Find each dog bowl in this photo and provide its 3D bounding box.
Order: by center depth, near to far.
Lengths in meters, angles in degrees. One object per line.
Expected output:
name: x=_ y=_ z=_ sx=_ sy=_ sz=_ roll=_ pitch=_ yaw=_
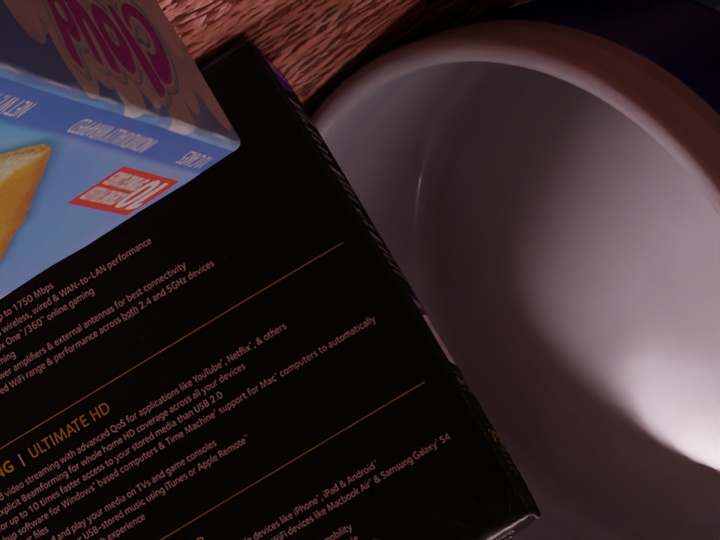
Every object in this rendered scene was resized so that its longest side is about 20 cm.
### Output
dog bowl: x=0.069 y=0.016 z=0.787 sx=0.079 sy=0.201 sz=0.200 roll=-25 pitch=170 yaw=-46

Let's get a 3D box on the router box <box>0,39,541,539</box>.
router box: x=-0.073 y=0.053 z=0.685 sx=0.199 sy=0.150 sz=0.051 roll=-31 pitch=171 yaw=2

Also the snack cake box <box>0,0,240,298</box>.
snack cake box: x=-0.108 y=-0.025 z=0.397 sx=0.115 sy=0.067 sz=0.200 roll=-33 pitch=171 yaw=11

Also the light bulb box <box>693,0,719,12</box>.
light bulb box: x=0.169 y=-0.026 z=0.891 sx=0.125 sy=0.199 sz=0.200 roll=-39 pitch=167 yaw=38
